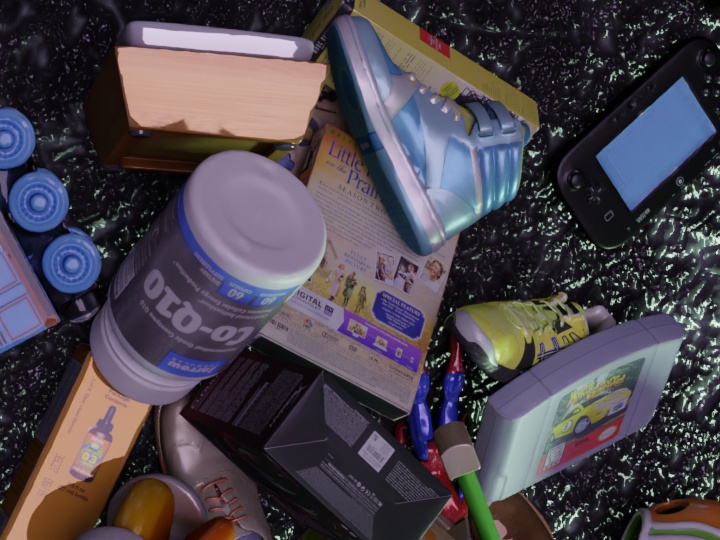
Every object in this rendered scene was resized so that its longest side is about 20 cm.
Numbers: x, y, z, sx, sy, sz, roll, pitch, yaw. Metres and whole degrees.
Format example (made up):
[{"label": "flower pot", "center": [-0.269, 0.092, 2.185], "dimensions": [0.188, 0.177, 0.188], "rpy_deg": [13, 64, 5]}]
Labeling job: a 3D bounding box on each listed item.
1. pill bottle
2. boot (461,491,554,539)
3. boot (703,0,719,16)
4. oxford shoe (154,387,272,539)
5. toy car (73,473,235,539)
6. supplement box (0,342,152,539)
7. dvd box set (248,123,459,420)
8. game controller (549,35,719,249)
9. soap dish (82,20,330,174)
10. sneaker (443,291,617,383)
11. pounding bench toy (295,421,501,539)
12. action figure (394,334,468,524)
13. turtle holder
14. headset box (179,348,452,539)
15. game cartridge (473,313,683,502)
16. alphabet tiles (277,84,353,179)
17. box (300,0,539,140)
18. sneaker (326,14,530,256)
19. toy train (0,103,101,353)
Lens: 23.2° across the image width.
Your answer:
[{"label": "pill bottle", "center": [-0.120, 0.012, 1.307], "dimensions": [0.113, 0.200, 0.115], "rpy_deg": [20, 48, -23]}, {"label": "boot", "center": [0.154, 0.267, 1.505], "dimensions": [0.073, 0.075, 0.201], "rpy_deg": [-30, 100, -12]}, {"label": "boot", "center": [0.311, -0.339, 1.527], "dimensions": [0.187, 0.068, 0.202], "rpy_deg": [19, 86, -18]}, {"label": "oxford shoe", "center": [-0.108, 0.187, 1.415], "dimensions": [0.070, 0.074, 0.201], "rpy_deg": [-26, 100, -14]}, {"label": "toy car", "center": [-0.153, 0.263, 1.327], "dimensions": [0.149, 0.175, 0.201], "rpy_deg": [23, 108, 4]}, {"label": "supplement box", "center": [-0.231, 0.161, 1.379], "dimensions": [0.066, 0.069, 0.201], "rpy_deg": [27, 86, -18]}, {"label": "dvd box set", "center": [0.000, 0.000, 1.412], "dimensions": [0.146, 0.029, 0.201], "rpy_deg": [28, 60, -21]}, {"label": "game controller", "center": [0.255, -0.112, 1.535], "dimensions": [0.200, 0.042, 0.105], "rpy_deg": [-42, 104, -11]}, {"label": "soap dish", "center": [-0.122, -0.122, 1.323], "dimensions": [0.156, 0.200, 0.082], "rpy_deg": [4, 83, -15]}, {"label": "sneaker", "center": [0.140, 0.047, 1.445], "dimensions": [0.077, 0.076, 0.199], "rpy_deg": [-49, 152, 20]}, {"label": "pounding bench toy", "center": [0.066, 0.236, 1.408], "dimensions": [0.156, 0.124, 0.200], "rpy_deg": [40, 109, -16]}, {"label": "action figure", "center": [0.062, 0.142, 1.482], "dimensions": [0.065, 0.052, 0.202], "rpy_deg": [-1, 93, -14]}, {"label": "turtle holder", "center": [0.281, 0.283, 1.530], "dimensions": [0.131, 0.141, 0.186], "rpy_deg": [23, 126, -3]}, {"label": "headset box", "center": [-0.042, 0.138, 1.347], "dimensions": [0.149, 0.200, 0.075], "rpy_deg": [45, 75, -22]}, {"label": "game cartridge", "center": [0.183, 0.110, 1.469], "dimensions": [0.199, 0.041, 0.134], "rpy_deg": [-23, 140, -28]}, {"label": "alphabet tiles", "center": [-0.049, -0.054, 1.457], "dimensions": [0.167, 0.008, 0.201], "rpy_deg": [36, 82, -16]}, {"label": "box", "center": [0.048, -0.153, 1.445], "dimensions": [0.199, 0.050, 0.075], "rpy_deg": [30, 121, -16]}, {"label": "sneaker", "center": [0.060, -0.127, 1.396], "dimensions": [0.130, 0.080, 0.201], "rpy_deg": [-26, 103, -10]}, {"label": "toy train", "center": [-0.278, -0.038, 1.345], "dimensions": [0.114, 0.087, 0.201], "rpy_deg": [-29, 101, -8]}]
